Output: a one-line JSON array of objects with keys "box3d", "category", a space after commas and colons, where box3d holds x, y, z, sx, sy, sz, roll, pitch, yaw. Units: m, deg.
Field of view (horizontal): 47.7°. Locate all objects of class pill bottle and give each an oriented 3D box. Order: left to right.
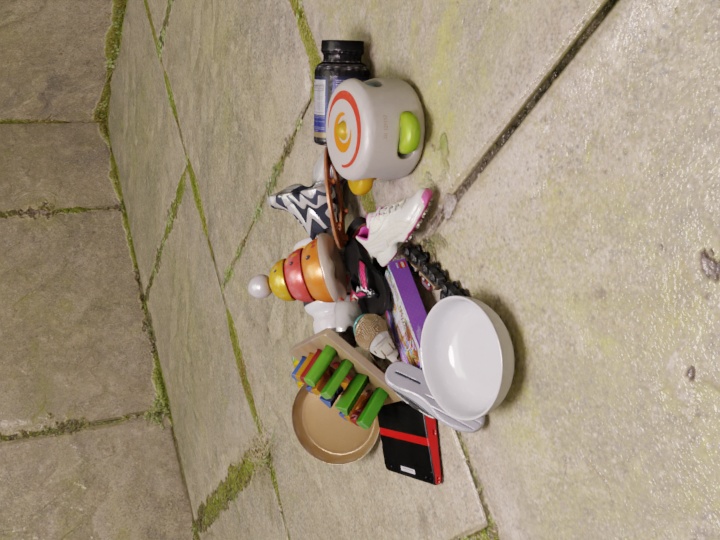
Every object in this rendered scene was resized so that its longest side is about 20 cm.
[{"box3d": [-0.084, 0.260, 1.826, 0.111, 0.110, 0.202, -37, 63, 59], "category": "pill bottle"}, {"box3d": [-0.072, 0.031, 1.753, 0.116, 0.115, 0.202, -34, 66, 59], "category": "pill bottle"}, {"box3d": [-0.037, -0.351, 1.614, 0.112, 0.111, 0.202, 25, 117, 58], "category": "pill bottle"}]

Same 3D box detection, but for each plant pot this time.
[{"box3d": [-0.051, 0.313, 1.743, 0.027, 0.198, 0.203, -17, -76, -75], "category": "plant pot"}]

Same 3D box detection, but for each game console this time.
[{"box3d": [0.093, 0.316, 1.595, 0.199, 0.031, 0.179, -8, 92, 63], "category": "game console"}]

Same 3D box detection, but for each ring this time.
[{"box3d": [-0.044, -0.143, 1.596, 0.200, 0.019, 0.203, -7, -90, -83], "category": "ring"}]

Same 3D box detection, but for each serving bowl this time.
[{"box3d": [0.183, 0.140, 1.328, 0.199, 0.065, 0.203, 6, 98, 55], "category": "serving bowl"}]

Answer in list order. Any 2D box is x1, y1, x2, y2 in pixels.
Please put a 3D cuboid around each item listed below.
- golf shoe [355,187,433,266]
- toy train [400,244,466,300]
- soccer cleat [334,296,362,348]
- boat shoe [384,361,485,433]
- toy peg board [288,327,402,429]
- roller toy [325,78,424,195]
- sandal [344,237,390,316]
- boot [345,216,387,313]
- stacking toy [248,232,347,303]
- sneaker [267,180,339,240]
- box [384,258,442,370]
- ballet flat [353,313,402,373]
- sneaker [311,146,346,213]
[{"box3d": [0.059, -0.089, 1.484, 0.091, 0.076, 0.200, 35, 134, -2], "category": "golf shoe"}, {"box3d": [0.129, 0.013, 1.455, 0.200, 0.034, 0.046, 48, 147, 49], "category": "toy train"}, {"box3d": [-0.002, 0.124, 1.583, 0.069, 0.200, 0.078, -4, 60, 25], "category": "soccer cleat"}, {"box3d": [0.134, 0.223, 1.424, 0.199, 0.072, 0.071, 30, 164, 28], "category": "boat shoe"}, {"box3d": [-0.050, 0.228, 1.588, 0.200, 0.098, 0.199, 41, 152, -10], "category": "toy peg board"}, {"box3d": [0.018, -0.257, 1.495, 0.200, 0.138, 0.184, -55, 48, 53], "category": "roller toy"}, {"box3d": [0.000, 0.014, 1.553, 0.076, 0.045, 0.201, -63, 38, 31], "category": "sandal"}, {"box3d": [0.000, 0.000, 1.663, 0.144, 0.072, 0.202, 42, 123, 53], "category": "boot"}, {"box3d": [-0.135, 0.018, 1.643, 0.146, 0.198, 0.148, -15, -90, -80], "category": "stacking toy"}, {"box3d": [-0.113, -0.113, 1.705, 0.198, 0.079, 0.131, -5, 111, 44], "category": "sneaker"}, {"box3d": [0.090, 0.097, 1.503, 0.137, 0.039, 0.202, 104, 150, -63], "category": "box"}, {"box3d": [0.043, 0.143, 1.535, 0.065, 0.071, 0.200, 40, 172, 30], "category": "ballet flat"}, {"box3d": [-0.072, -0.177, 1.775, 0.100, 0.074, 0.202, -123, 45, -54], "category": "sneaker"}]
